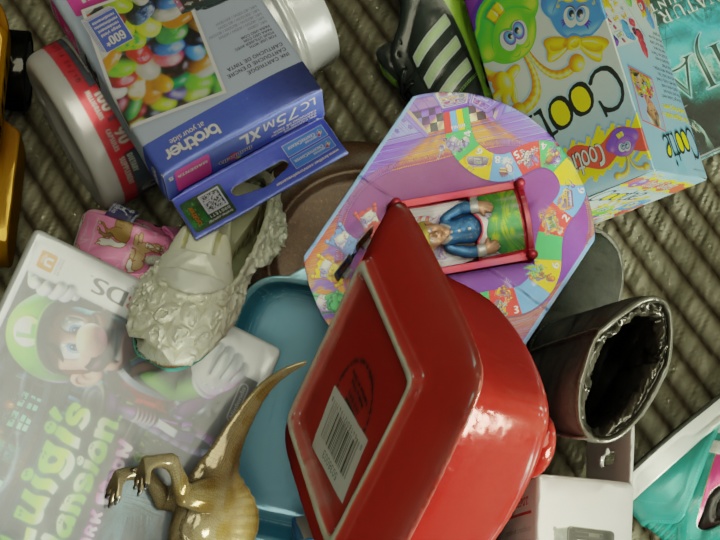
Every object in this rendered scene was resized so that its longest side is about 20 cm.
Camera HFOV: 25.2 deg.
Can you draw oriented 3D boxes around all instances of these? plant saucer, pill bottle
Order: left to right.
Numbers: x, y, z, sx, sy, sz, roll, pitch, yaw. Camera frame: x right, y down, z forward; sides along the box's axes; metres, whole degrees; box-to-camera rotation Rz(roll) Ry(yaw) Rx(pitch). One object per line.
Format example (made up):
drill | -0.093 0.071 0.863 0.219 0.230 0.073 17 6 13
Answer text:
pill bottle | -0.120 -0.141 1.126 0.199 0.120 0.120 -31 83 -12
plant saucer | 0.000 0.000 1.154 0.197 0.037 0.203 2 77 -6

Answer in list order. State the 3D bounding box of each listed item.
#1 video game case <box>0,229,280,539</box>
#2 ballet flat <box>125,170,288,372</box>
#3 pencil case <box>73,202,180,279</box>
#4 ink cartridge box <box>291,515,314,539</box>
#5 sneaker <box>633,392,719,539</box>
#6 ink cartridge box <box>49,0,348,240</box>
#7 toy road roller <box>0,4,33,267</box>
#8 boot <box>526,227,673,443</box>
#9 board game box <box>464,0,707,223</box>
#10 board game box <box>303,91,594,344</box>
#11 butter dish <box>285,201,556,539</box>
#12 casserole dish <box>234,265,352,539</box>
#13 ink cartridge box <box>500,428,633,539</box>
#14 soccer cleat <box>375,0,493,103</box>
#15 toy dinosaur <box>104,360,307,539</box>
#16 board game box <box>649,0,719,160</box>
video game case | -0.169 0.103 1.032 0.180 0.023 0.202 26 78 -13
ballet flat | -0.098 -0.012 1.043 0.071 0.200 0.073 7 119 13
pencil case | -0.175 0.060 1.093 0.082 0.086 0.203 17 79 -10
ink cartridge box | 0.021 0.261 1.067 0.114 0.068 0.203 -6 96 -8
sneaker | 0.288 0.136 1.132 0.199 0.084 0.121 -38 79 -5
ink cartridge box | -0.106 -0.129 1.034 0.118 0.042 0.201 -28 69 -12
toy road roller | -0.292 -0.101 1.083 0.121 0.146 0.203 5 77 -5
boot | 0.156 0.037 1.079 0.072 0.200 0.184 20 76 -1
board game box | 0.155 -0.144 1.150 0.102 0.104 0.203 -22 78 30
board game box | 0.063 -0.019 1.064 0.157 0.039 0.201 35 85 0
butter dish | 0.053 0.096 0.994 0.146 0.201 0.201 14 117 -25
casserole dish | -0.041 0.096 1.103 0.119 0.039 0.203 13 94 0
ink cartridge box | 0.133 0.204 1.076 0.067 0.116 0.203 6 76 -7
soccer cleat | 0.058 -0.136 1.182 0.080 0.068 0.203 -14 76 5
toy dinosaur | -0.104 0.144 1.019 0.100 0.058 0.203 16 87 -30
board game box | 0.278 -0.165 1.227 0.198 0.028 0.137 -24 81 -11
